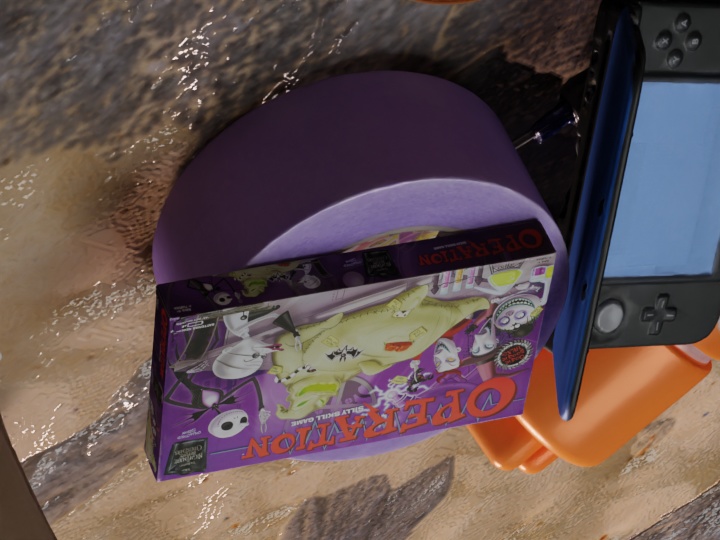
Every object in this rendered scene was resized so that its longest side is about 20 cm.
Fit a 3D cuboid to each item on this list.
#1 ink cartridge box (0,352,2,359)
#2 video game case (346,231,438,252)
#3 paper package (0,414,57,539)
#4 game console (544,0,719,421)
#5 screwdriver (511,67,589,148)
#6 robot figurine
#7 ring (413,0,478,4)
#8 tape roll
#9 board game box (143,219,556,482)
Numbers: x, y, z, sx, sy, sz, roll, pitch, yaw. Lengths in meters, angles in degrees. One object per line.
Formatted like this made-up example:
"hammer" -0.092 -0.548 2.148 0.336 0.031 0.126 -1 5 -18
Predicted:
"ink cartridge box" -0.273 0.035 1.257 0.200 0.068 0.115 -25 151 -12
"video game case" 0.015 0.004 1.550 0.143 0.018 0.200 -43 150 17
"paper package" -0.238 0.181 1.393 0.200 0.191 0.104 -26 151 -10
"game console" 0.164 -0.034 1.453 0.170 0.118 0.201 -1 113 -31
"screwdriver" 0.080 -0.062 1.485 0.200 0.028 0.029 -36 119 -9
"robot figurine" 0.146 0.036 1.629 0.200 0.117 0.144 -41 119 15
"ring" 0.087 -0.196 1.310 0.200 0.019 0.201 -25 151 -15
"tape roll" 0.000 0.000 1.414 0.199 0.085 0.200 -15 138 -14
"board game box" -0.006 0.041 1.370 0.199 0.032 0.120 -10 141 -17
